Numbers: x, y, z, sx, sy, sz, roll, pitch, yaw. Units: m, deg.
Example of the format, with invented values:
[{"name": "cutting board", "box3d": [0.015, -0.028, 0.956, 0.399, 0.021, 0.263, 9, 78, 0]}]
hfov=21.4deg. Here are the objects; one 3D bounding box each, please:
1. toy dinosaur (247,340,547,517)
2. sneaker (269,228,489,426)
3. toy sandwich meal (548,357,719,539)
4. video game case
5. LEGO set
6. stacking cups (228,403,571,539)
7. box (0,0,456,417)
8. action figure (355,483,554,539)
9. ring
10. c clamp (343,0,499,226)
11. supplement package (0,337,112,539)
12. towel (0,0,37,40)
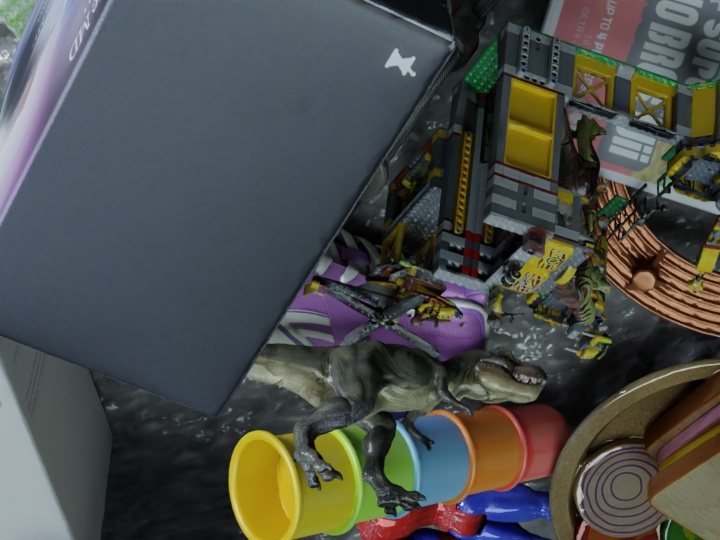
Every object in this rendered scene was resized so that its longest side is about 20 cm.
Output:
[{"name": "toy dinosaur", "box3d": [-0.002, 0.066, 0.921, 0.199, 0.088, 0.047, 11, 151, -26]}, {"name": "sneaker", "box3d": [0.000, 0.000, 0.963, 0.114, 0.073, 0.201, -23, 138, 14]}, {"name": "toy sandwich meal", "box3d": [0.200, 0.128, 1.018, 0.204, 0.070, 0.206, 0, 125, 0]}, {"name": "video game case", "box3d": [0.180, -0.090, 0.867, 0.199, 0.017, 0.143, 18, 120, 4]}, {"name": "LEGO set", "box3d": [0.082, -0.007, 0.843, 0.153, 0.116, 0.200, 22, 146, -23]}, {"name": "stacking cups", "box3d": [0.031, 0.103, 0.992, 0.199, 0.061, 0.061, -4, 138, -37]}, {"name": "box", "box3d": [-0.062, -0.090, 0.759, 0.123, 0.199, 0.200, 22, 124, -18]}, {"name": "action figure", "box3d": [0.068, 0.139, 1.093, 0.199, 0.052, 0.066, 10, 126, -11]}, {"name": "ring", "box3d": [0.188, -0.052, 0.907, 0.200, 0.019, 0.201, 6, 117, 12]}, {"name": "c clamp", "box3d": [0.008, -0.060, 0.835, 0.027, 0.200, 0.171, 37, 132, -3]}, {"name": "supplement package", "box3d": [-0.210, 0.066, 0.978, 0.117, 0.117, 0.200, -8, 130, 5]}, {"name": "towel", "box3d": [-0.113, -0.163, 0.845, 0.149, 0.031, 0.200, -28, 124, 18]}]
